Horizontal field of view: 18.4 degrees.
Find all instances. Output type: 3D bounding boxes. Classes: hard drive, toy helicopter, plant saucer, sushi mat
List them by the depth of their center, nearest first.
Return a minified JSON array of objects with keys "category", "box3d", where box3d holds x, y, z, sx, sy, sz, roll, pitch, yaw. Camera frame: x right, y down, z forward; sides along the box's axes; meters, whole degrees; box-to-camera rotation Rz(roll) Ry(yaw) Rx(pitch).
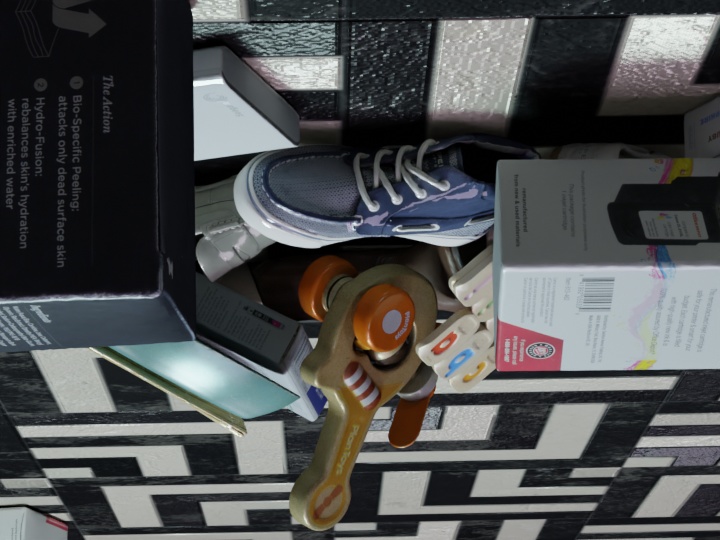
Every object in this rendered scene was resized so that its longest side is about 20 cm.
[{"category":"hard drive","box3d":[-0.154,-0.095,1.396,0.199,0.026,0.132,-6,163,18]},{"category":"toy helicopter","box3d":[0.003,0.093,1.607,0.132,0.201,0.079,14,-171,-46]},{"category":"plant saucer","box3d":[-0.138,0.059,1.625,0.199,0.036,0.200,28,177,1]},{"category":"sushi mat","box3d":[-0.175,0.059,1.722,0.199,0.096,0.012,32,109,-26]}]

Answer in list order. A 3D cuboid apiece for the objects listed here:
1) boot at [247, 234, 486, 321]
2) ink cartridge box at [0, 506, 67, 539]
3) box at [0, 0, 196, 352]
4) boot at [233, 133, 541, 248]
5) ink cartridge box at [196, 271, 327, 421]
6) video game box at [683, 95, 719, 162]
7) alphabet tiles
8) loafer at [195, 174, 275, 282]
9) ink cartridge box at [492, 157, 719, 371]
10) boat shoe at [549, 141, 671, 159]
[{"category":"boot","box3d":[0.000,0.000,1.683,0.199,0.065,0.186,0,162,11]},{"category":"ink cartridge box","box3d":[-0.484,0.351,2.780,0.199,0.085,0.146,-4,163,15]},{"category":"box","box3d":[-0.193,-0.062,1.197,0.198,0.198,0.117,-3,164,5]},{"category":"boot","box3d":[0.020,-0.062,1.465,0.199,0.073,0.090,-1,159,-32]},{"category":"ink cartridge box","box3d":[-0.125,0.040,1.770,0.199,0.043,0.196,28,169,13]},{"category":"video game box","box3d":[0.336,-0.093,1.404,0.199,0.047,0.182,8,164,-28]},{"category":"alphabet tiles","box3d":[0.128,0.009,1.609,0.195,0.015,0.200,-41,155,3]},{"category":"loafer","box3d":[-0.097,-0.026,1.552,0.199,0.070,0.070,-6,163,15]},{"category":"ink cartridge box","box3d":[0.186,-0.002,1.442,0.198,0.083,0.146,-1,150,1]},{"category":"boat shoe","box3d":[0.213,-0.041,1.525,0.069,0.071,0.199,-14,158,41]}]
